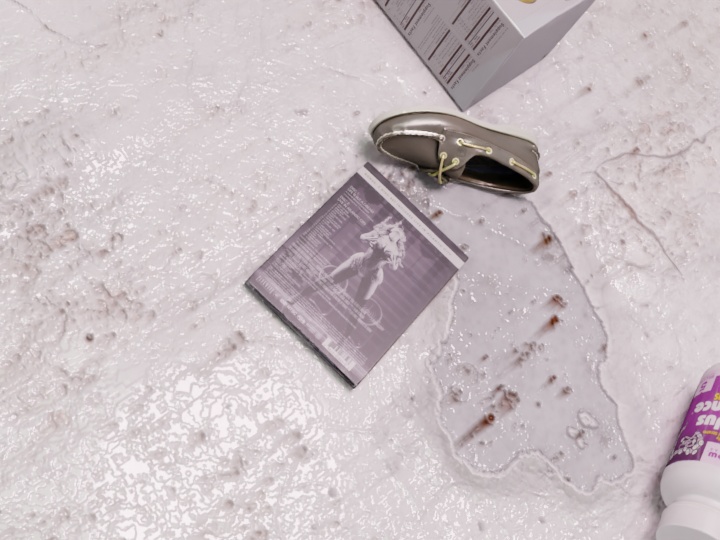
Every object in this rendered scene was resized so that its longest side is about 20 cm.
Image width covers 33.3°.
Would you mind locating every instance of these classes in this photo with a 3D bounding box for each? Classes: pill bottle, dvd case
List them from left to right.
[{"bbox_3d":[0.000,0.000,1.211,0.149,0.016,0.200,43,59,2],"label":"dvd case"},{"bbox_3d":[0.370,0.199,1.218,0.112,0.112,0.201,35,58,-4],"label":"pill bottle"}]

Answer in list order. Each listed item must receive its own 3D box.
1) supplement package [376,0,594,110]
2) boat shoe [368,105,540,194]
[{"bbox_3d":[0.132,-0.320,1.331,0.151,0.151,0.201,-34,83,-31],"label":"supplement package"},{"bbox_3d":[0.104,-0.124,1.278,0.199,0.072,0.061,8,59,-23],"label":"boat shoe"}]
